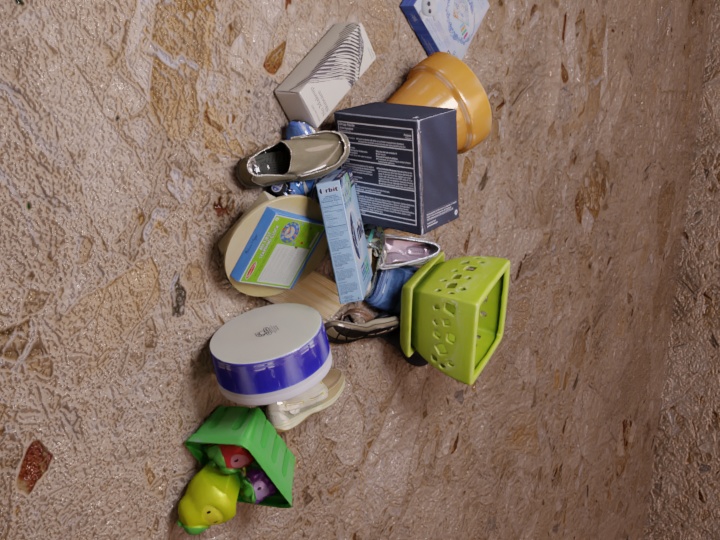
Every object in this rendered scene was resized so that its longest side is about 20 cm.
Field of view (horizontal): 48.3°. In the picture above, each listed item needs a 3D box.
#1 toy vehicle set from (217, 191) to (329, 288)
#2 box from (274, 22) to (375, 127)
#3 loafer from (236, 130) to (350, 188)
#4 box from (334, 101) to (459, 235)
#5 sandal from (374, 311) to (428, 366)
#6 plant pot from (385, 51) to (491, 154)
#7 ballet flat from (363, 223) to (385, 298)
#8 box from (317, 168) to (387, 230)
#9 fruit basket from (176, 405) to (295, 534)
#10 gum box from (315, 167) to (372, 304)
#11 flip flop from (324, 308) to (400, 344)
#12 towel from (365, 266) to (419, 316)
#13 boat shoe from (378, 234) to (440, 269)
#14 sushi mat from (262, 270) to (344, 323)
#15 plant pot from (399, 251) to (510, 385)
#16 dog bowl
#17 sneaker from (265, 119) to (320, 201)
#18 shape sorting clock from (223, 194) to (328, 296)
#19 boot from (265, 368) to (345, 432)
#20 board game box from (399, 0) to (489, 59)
[{"bbox_3d":[-0.139,-0.049,1.401,0.124,0.027,0.199,-46,141,13],"label":"toy vehicle set"},{"bbox_3d":[-0.060,-0.349,1.428,0.201,0.068,0.083,-55,136,-25],"label":"box"},{"bbox_3d":[-0.108,-0.184,1.341,0.197,0.070,0.076,-20,93,-9],"label":"loafer"},{"bbox_3d":[0.067,-0.189,1.441,0.122,0.198,0.202,-26,120,-42],"label":"box"},{"bbox_3d":[0.094,0.143,1.759,0.075,0.045,0.200,-44,125,9],"label":"sandal"},{"bbox_3d":[0.127,-0.298,1.589,0.182,0.199,0.202,-35,127,-20],"label":"plant pot"},{"bbox_3d":[0.000,0.000,1.547,0.074,0.074,0.202,-36,149,-38],"label":"ballet flat"},{"bbox_3d":[-0.014,-0.154,1.551,0.157,0.050,0.203,-30,122,-42],"label":"box"},{"bbox_3d":[-0.221,0.362,1.384,0.215,0.153,0.220,10,79,-62],"label":"fruit basket"},{"bbox_3d":[-0.025,-0.064,1.382,0.170,0.044,0.203,-66,146,-75],"label":"gum box"},{"bbox_3d":[-0.001,0.105,1.627,0.198,0.081,0.058,-5,69,-41],"label":"flip flop"},{"bbox_3d":[0.089,0.040,1.730,0.199,0.048,0.113,21,85,-51],"label":"towel"},{"bbox_3d":[0.063,-0.039,1.622,0.199,0.065,0.076,1,82,-25],"label":"boat shoe"},{"bbox_3d":[-0.099,0.044,1.496,0.096,0.012,0.199,-43,142,11],"label":"sushi mat"},{"bbox_3d":[0.189,0.083,1.659,0.200,0.179,0.202,-41,139,-49],"label":"plant pot"},{"bbox_3d":[-0.151,0.136,1.350,0.199,0.198,0.080,-34,122,-40],"label":"dog bowl"},{"bbox_3d":[-0.116,-0.161,1.406,0.089,0.078,0.204,-14,111,-50],"label":"sneaker"},{"bbox_3d":[-0.139,-0.041,1.353,0.198,0.039,0.202,-26,140,-23],"label":"shape sorting clock"},{"bbox_3d":[-0.109,0.193,1.520,0.199,0.071,0.157,-29,119,-42],"label":"boot"},{"bbox_3d":[0.181,-0.554,1.682,0.200,0.043,0.201,47,64,-45],"label":"board game box"}]
